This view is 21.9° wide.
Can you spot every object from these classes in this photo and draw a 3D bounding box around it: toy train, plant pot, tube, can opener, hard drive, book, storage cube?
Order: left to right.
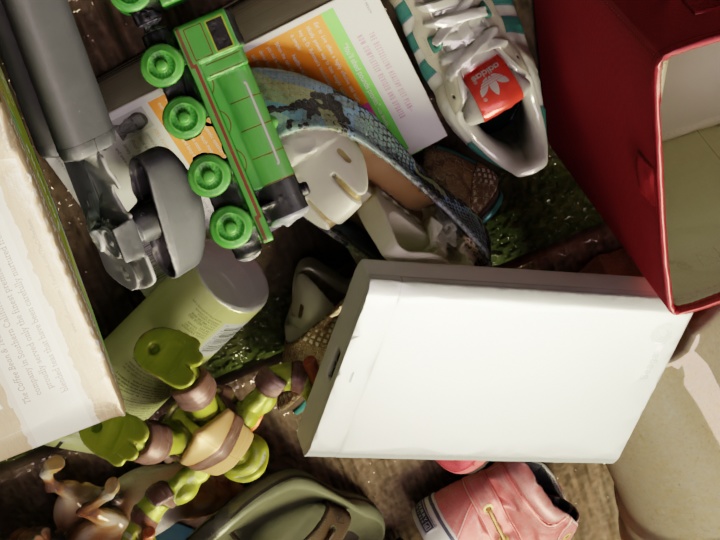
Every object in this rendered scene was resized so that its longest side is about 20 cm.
[{"bbox_3d":[-0.138,-0.084,0.973,0.067,0.053,0.200,-29,113,-28],"label":"can opener"},{"bbox_3d":[-0.131,0.055,1.100,0.058,0.052,0.200,43,126,-4],"label":"tube"},{"bbox_3d":[-0.083,-0.103,0.959,0.056,0.042,0.200,-23,96,-2],"label":"toy train"},{"bbox_3d":[-0.064,-0.078,1.044,0.200,0.048,0.134,-28,132,2],"label":"book"},{"bbox_3d":[0.076,0.055,1.057,0.200,0.026,0.132,4,128,-22],"label":"hard drive"},{"bbox_3d":[0.220,0.076,1.200,0.200,0.200,0.184,-33,119,4],"label":"plant pot"},{"bbox_3d":[0.206,-0.114,1.038,0.171,0.180,0.200,-19,131,-8],"label":"storage cube"}]

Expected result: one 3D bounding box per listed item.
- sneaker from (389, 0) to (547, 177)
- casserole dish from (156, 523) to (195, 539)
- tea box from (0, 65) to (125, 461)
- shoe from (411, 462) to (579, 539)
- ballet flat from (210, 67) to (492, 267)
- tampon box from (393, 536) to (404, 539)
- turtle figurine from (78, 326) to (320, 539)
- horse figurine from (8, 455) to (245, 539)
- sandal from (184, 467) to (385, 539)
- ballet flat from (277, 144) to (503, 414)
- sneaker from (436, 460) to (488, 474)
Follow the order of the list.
[{"bbox_3d":[0.059,-0.134,1.018,0.070,0.093,0.200,-28,131,-1],"label":"sneaker"},{"bbox_3d":[-0.120,0.241,1.269,0.200,0.039,0.121,33,108,-36],"label":"casserole dish"},{"bbox_3d":[-0.222,-0.032,0.913,0.134,0.197,0.200,-20,131,-6],"label":"tea box"},{"bbox_3d":[0.124,0.205,1.319,0.091,0.071,0.200,-34,128,9],"label":"shoe"},{"bbox_3d":[0.003,-0.039,1.015,0.200,0.074,0.074,32,109,-30],"label":"ballet flat"},{"bbox_3d":[-0.010,0.304,1.245,0.200,0.126,0.150,-26,145,-45],"label":"tampon box"},{"bbox_3d":[-0.084,0.085,1.065,0.200,0.064,0.161,-41,149,2],"label":"turtle figurine"},{"bbox_3d":[-0.134,0.142,1.168,0.200,0.050,0.133,-18,154,-20],"label":"horse figurine"},{"bbox_3d":[-0.037,0.175,1.204,0.080,0.057,0.201,-43,149,19],"label":"sandal"},{"bbox_3d":[0.000,0.000,1.128,0.065,0.071,0.200,40,103,-11],"label":"ballet flat"},{"bbox_3d":[0.042,0.077,1.156,0.087,0.074,0.200,-33,153,-19],"label":"sneaker"}]
